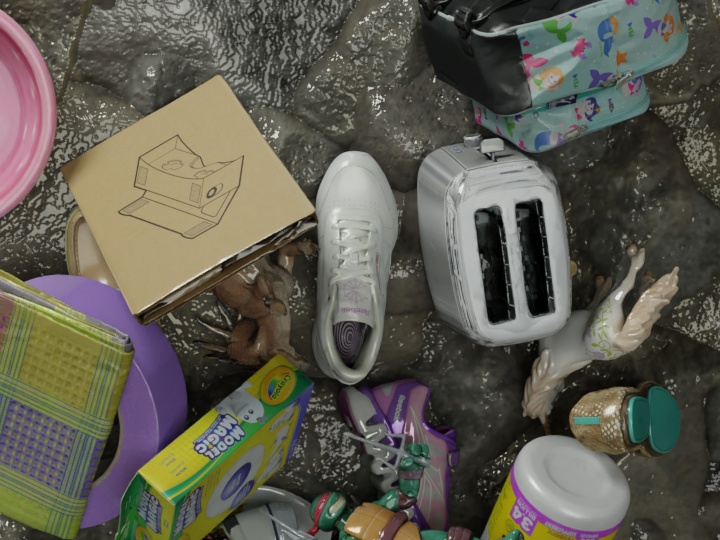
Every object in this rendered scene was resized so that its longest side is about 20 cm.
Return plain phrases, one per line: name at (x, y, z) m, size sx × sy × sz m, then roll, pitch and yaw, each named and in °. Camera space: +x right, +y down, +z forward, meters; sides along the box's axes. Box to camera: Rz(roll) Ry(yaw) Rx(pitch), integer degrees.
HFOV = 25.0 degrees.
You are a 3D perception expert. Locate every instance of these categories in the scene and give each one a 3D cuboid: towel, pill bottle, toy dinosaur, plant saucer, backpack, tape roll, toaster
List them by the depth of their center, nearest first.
towel at (-0.264, 0.109, 1.301) m, size 0.142 × 0.023 × 0.202 m, roll 23°, pitch 113°, yaw 8°
plant saucer at (-0.350, -0.131, 1.341) m, size 0.198 × 0.051 × 0.203 m, roll -1°, pitch 98°, yaw -8°
tape roll at (-0.246, 0.109, 1.343) m, size 0.198 × 0.066 × 0.202 m, roll 6°, pitch 110°, yaw 16°
backpack at (0.171, -0.196, 1.353) m, size 0.199 × 0.177 × 0.152 m, roll -27°, pitch 116°, yaw -11°
toy dinosaur at (-0.108, 0.004, 1.390) m, size 0.085 × 0.135 × 0.201 m, roll -21°, pitch 77°, yaw -44°
toaster at (0.116, -0.015, 1.393) m, size 0.112 × 0.129 × 0.202 m, roll -8°, pitch 100°, yaw -7°
pill bottle at (0.155, 0.249, 1.424) m, size 0.103 × 0.105 × 0.201 m, roll 12°, pitch 123°, yaw -11°

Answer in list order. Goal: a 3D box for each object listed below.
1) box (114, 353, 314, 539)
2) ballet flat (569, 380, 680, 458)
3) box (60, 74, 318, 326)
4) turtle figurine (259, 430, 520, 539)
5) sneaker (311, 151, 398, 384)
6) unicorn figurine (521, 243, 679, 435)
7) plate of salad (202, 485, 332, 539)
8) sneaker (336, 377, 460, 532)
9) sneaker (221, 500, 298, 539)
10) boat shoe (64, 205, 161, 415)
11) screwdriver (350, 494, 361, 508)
box at (-0.125, 0.167, 1.340) m, size 0.048 × 0.118 × 0.200 m, roll 39°, pitch 52°, yaw 18°
ballet flat at (0.230, 0.129, 1.426) m, size 0.065 × 0.200 × 0.071 m, roll -2°, pitch 80°, yaw 23°
box at (-0.143, -0.062, 1.322) m, size 0.163 × 0.200 × 0.021 m, roll -31°, pitch 137°, yaw -4°
turtle figurine at (0.025, 0.216, 1.353) m, size 0.198 × 0.101 × 0.150 m, roll 23°, pitch 57°, yaw 14°
sneaker at (0.000, 0.000, 1.392) m, size 0.074 × 0.100 × 0.202 m, roll 1°, pitch 97°, yaw -7°
unicorn figurine at (0.196, 0.057, 1.426) m, size 0.073 × 0.200 × 0.138 m, roll 27°, pitch 66°, yaw -7°
plate of salad at (-0.102, 0.291, 1.443) m, size 0.198 × 0.048 × 0.202 m, roll -1°, pitch 99°, yaw -9°
sneaker at (0.054, 0.182, 1.441) m, size 0.088 × 0.080 × 0.202 m, roll -24°, pitch 100°, yaw -13°
sneaker at (-0.080, 0.301, 1.397) m, size 0.070 × 0.073 × 0.202 m, roll -8°, pitch 87°, yaw -10°
boat shoe at (-0.201, 0.040, 1.381) m, size 0.073 × 0.066 × 0.202 m, roll -18°, pitch 101°, yaw -6°
screwdriver at (0.049, 0.281, 1.474) m, size 0.029 × 0.028 × 0.201 m, roll -22°, pitch 106°, yaw 24°
